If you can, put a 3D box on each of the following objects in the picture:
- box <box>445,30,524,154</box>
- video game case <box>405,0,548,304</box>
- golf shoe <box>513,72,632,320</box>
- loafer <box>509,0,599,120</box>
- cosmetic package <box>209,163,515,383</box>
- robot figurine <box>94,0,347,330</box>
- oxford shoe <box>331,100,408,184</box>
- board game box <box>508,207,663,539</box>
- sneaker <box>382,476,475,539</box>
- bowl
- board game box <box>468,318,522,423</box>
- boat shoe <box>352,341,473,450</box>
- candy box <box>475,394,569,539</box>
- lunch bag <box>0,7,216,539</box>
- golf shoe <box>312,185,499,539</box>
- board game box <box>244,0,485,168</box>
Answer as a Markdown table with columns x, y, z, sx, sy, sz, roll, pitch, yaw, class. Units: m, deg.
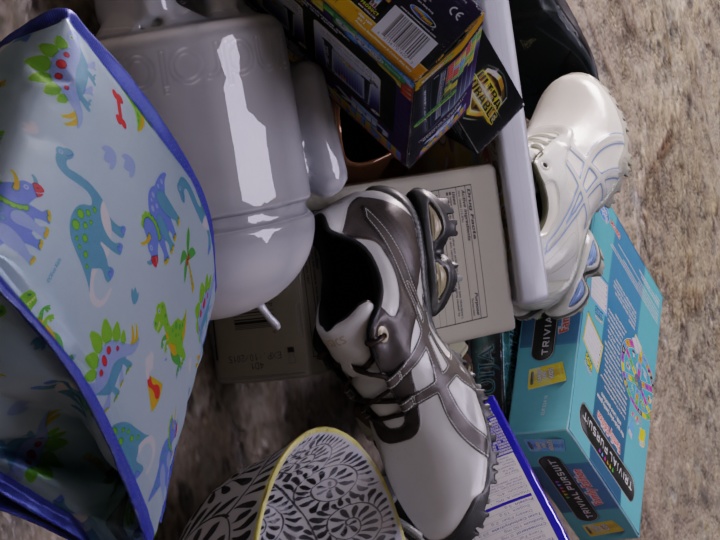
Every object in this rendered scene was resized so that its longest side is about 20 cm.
| x | y | z | sx | sy | sz | roll | pitch | yaw | class |
| --- | --- | --- | --- | --- | --- | --- | --- | --- | --- |
| -0.005 | -0.168 | 1.654 | 0.046 | 0.159 | 0.200 | -47 | 137 | -11 | box |
| 0.061 | -0.079 | 1.793 | 0.182 | 0.023 | 0.201 | 178 | -96 | -71 | video game case |
| 0.128 | -0.067 | 1.944 | 0.097 | 0.078 | 0.201 | 50 | 39 | -43 | golf shoe |
| 0.124 | -0.177 | 2.042 | 0.200 | 0.072 | 0.073 | 60 | 29 | -44 | loafer |
| 0.000 | 0.000 | 1.658 | 0.200 | 0.071 | 0.106 | -8 | 92 | -52 | cosmetic package |
| -0.086 | -0.061 | 1.489 | 0.169 | 0.113 | 0.201 | -12 | 95 | -25 | robot figurine |
| 0.002 | -0.076 | 1.743 | 0.200 | 0.071 | 0.072 | -11 | 91 | -68 | oxford shoe |
| 0.158 | 0.064 | 2.007 | 0.151 | 0.047 | 0.201 | 55 | 37 | -48 | board game box |
| 0.027 | 0.207 | 1.662 | 0.075 | 0.115 | 0.201 | -51 | 129 | -58 | sneaker |
| -0.051 | 0.187 | 1.521 | 0.201 | 0.094 | 0.202 | -8 | 90 | -66 | bowl |
| 0.111 | 0.021 | 2.004 | 0.135 | 0.028 | 0.201 | 24 | 62 | -62 | board game box |
| 0.040 | 0.092 | 1.731 | 0.075 | 0.075 | 0.202 | 57 | 13 | -1 | boat shoe |
| 0.104 | 0.202 | 1.782 | 0.200 | 0.077 | 0.169 | -115 | 180 | -56 | candy box |
| -0.141 | 0.012 | 1.333 | 0.200 | 0.127 | 0.171 | 49 | 39 | -36 | lunch bag |
| 0.013 | 0.055 | 1.558 | 0.094 | 0.078 | 0.201 | -5 | 79 | -46 | golf shoe |
| -0.027 | -0.157 | 1.505 | 0.200 | 0.057 | 0.165 | 43 | -8 | 8 | board game box |
